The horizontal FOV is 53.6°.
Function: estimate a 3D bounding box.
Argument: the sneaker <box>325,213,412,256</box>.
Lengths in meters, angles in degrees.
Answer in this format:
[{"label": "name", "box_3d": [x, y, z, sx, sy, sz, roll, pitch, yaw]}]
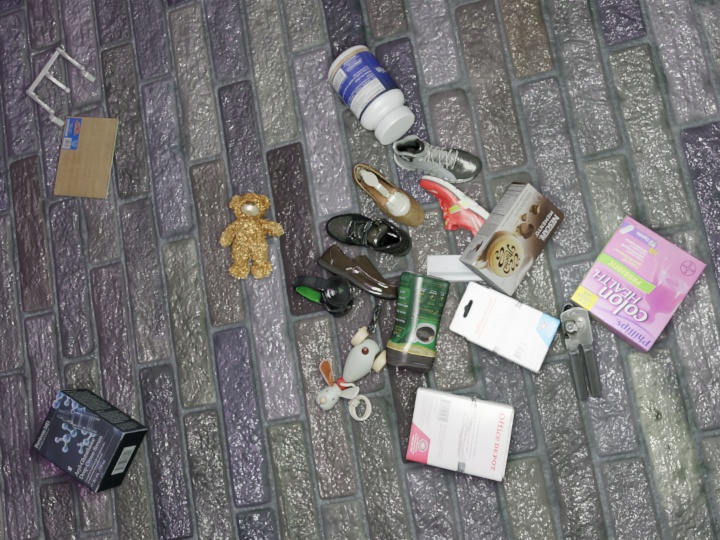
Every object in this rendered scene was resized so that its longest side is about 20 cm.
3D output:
[{"label": "sneaker", "box_3d": [0.009, -0.085, 1.540, 0.197, 0.114, 0.077, 18, 86, 17]}]

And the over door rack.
[{"label": "over door rack", "box_3d": [-0.741, -0.453, 1.776, 0.199, 0.066, 0.149, 39, 93, 35]}]

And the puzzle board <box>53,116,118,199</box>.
[{"label": "puzzle board", "box_3d": [-0.682, -0.282, 1.777, 0.148, 0.017, 0.204, 5, 84, 15]}]

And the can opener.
[{"label": "can opener", "box_3d": [0.436, 0.156, 1.416, 0.052, 0.067, 0.203, -13, 112, 11]}]

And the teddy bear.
[{"label": "teddy bear", "box_3d": [-0.252, -0.078, 1.623, 0.143, 0.067, 0.203, 15, 87, 12]}]

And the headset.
[{"label": "headset", "box_3d": [-0.053, 0.069, 1.528, 0.197, 0.124, 0.095, 15, 72, 6]}]

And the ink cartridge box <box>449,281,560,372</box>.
[{"label": "ink cartridge box", "box_3d": [0.296, 0.115, 1.469, 0.198, 0.067, 0.117, 26, 90, 14]}]

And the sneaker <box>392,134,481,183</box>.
[{"label": "sneaker", "box_3d": [0.157, -0.241, 1.521, 0.197, 0.115, 0.076, 11, 85, 15]}]

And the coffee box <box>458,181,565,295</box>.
[{"label": "coffee box", "box_3d": [0.309, -0.067, 1.455, 0.112, 0.080, 0.201, 36, 88, -16]}]

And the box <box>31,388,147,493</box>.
[{"label": "box", "box_3d": [-0.619, 0.384, 1.632, 0.198, 0.107, 0.150, 26, 90, 16]}]

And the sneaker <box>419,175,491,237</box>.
[{"label": "sneaker", "box_3d": [0.198, -0.130, 1.521, 0.199, 0.077, 0.085, 39, 98, 15]}]

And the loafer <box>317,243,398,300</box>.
[{"label": "loafer", "box_3d": [0.000, 0.000, 1.550, 0.198, 0.073, 0.072, 28, 88, 13]}]

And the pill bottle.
[{"label": "pill bottle", "box_3d": [0.025, -0.384, 1.570, 0.115, 0.116, 0.201, -37, 77, 6]}]

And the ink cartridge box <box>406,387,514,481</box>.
[{"label": "ink cartridge box", "box_3d": [0.206, 0.330, 1.455, 0.197, 0.084, 0.147, 9, 85, 15]}]

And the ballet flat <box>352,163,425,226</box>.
[{"label": "ballet flat", "box_3d": [0.055, -0.169, 1.558, 0.200, 0.072, 0.068, 44, 94, 14]}]

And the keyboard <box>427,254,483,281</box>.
[{"label": "keyboard", "box_3d": [0.241, -0.006, 1.528, 0.196, 0.011, 0.057, -1, 78, 13]}]

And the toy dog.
[{"label": "toy dog", "box_3d": [-0.020, 0.217, 1.516, 0.130, 0.096, 0.203, 22, 88, 15]}]

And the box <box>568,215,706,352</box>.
[{"label": "box", "box_3d": [0.540, 0.028, 1.407, 0.175, 0.097, 0.201, 35, 92, 15]}]

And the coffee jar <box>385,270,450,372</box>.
[{"label": "coffee jar", "box_3d": [0.118, 0.108, 1.490, 0.103, 0.085, 0.204, 13, 89, -29]}]
